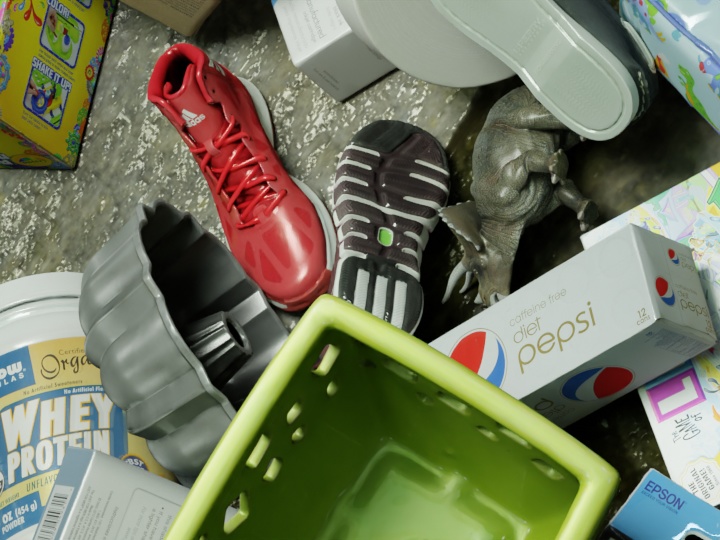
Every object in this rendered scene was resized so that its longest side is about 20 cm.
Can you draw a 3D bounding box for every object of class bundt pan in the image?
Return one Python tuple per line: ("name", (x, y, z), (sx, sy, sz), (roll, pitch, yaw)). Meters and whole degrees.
("bundt pan", (-0.106, 0.059, 1.543), (0.076, 0.202, 0.203), (-33, 57, 13))

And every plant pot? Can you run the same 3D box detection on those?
("plant pot", (0.021, 0.156, 1.383), (0.199, 0.182, 0.200), (31, 84, 14))

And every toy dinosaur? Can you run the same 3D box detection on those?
("toy dinosaur", (0.106, -0.078, 1.552), (0.102, 0.077, 0.201), (3, 68, 38))

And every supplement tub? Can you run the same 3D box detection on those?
("supplement tub", (-0.192, 0.118, 1.603), (0.144, 0.145, 0.201), (-27, 60, 18))

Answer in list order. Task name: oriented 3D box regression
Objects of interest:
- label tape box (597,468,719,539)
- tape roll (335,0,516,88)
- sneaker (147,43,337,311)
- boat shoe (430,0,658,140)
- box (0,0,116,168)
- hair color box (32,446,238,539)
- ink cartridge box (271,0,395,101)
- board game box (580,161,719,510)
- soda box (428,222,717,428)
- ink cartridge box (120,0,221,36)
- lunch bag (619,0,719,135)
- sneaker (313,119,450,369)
("label tape box", (0.172, 0.236, 1.397), (0.143, 0.066, 0.201), (31, 85, 36))
("tape roll", (0.073, -0.216, 1.557), (0.203, 0.202, 0.037), (-52, 36, 1))
("sneaker", (-0.091, -0.067, 1.639), (0.078, 0.115, 0.201), (-38, 56, 11))
("boat shoe", (0.101, -0.165, 1.500), (0.076, 0.060, 0.200), (-39, 89, 37))
("box", (-0.298, -0.186, 1.804), (0.199, 0.122, 0.194), (3, 72, 31))
("hair color box", (-0.100, 0.189, 1.491), (0.061, 0.199, 0.100), (-5, 62, 67))
("ink cartridge box", (0.035, -0.218, 1.659), (0.199, 0.067, 0.116), (-31, 57, 16))
("board game box", (0.225, 0.037, 1.465), (0.134, 0.034, 0.201), (-29, 59, 17))
("soda box", (0.112, 0.051, 1.477), (0.199, 0.063, 0.069), (-32, 56, 33))
("ink cartridge box", (-0.166, -0.255, 1.656), (0.076, 0.199, 0.165), (-67, 13, -19))
("lunch bag", (0.259, -0.158, 1.481), (0.160, 0.083, 0.200), (-32, 56, -10))
("sneaker", (0.000, 0.000, 1.592), (0.075, 0.116, 0.201), (20, 45, -6))
